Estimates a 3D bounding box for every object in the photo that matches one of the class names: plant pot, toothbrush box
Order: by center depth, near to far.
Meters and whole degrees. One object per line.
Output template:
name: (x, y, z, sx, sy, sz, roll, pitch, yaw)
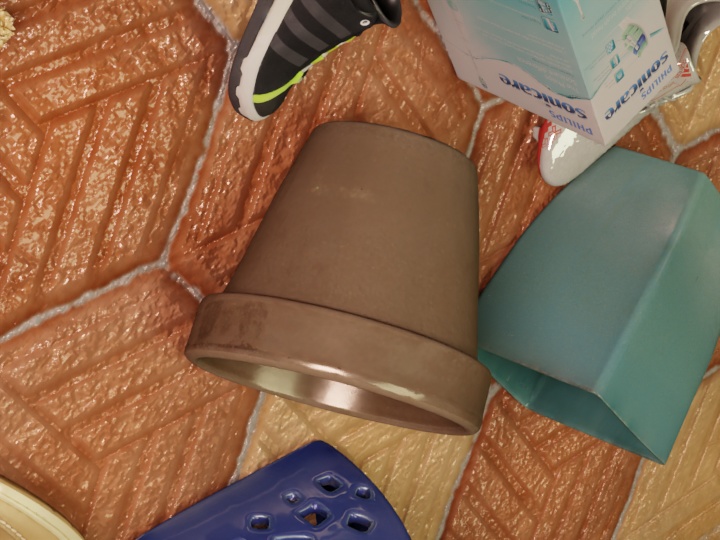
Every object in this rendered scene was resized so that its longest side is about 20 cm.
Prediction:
plant pot: (0.000, 0.000, 1.289, 0.200, 0.200, 0.175, 25, 76, -50)
toothbrush box: (0.112, -0.196, 1.297, 0.085, 0.146, 0.200, -44, 137, -18)
plant pot: (-0.038, 0.270, 1.390, 0.200, 0.180, 0.200, -27, 131, -34)
plant pot: (0.199, 0.016, 1.528, 0.200, 0.141, 0.141, -60, 141, -12)

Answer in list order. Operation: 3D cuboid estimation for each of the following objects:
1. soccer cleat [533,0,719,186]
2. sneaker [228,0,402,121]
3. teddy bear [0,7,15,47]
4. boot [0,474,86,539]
soccer cleat: (0.206, -0.142, 1.473, 0.200, 0.085, 0.069, -52, 140, -10)
sneaker: (-0.020, -0.152, 1.182, 0.200, 0.083, 0.072, 116, -2, -48)
teddy bear: (-0.243, -0.092, 1.050, 0.145, 0.067, 0.200, -16, 124, -43)
boot: (-0.236, 0.221, 1.238, 0.155, 0.073, 0.200, -49, 144, -18)
